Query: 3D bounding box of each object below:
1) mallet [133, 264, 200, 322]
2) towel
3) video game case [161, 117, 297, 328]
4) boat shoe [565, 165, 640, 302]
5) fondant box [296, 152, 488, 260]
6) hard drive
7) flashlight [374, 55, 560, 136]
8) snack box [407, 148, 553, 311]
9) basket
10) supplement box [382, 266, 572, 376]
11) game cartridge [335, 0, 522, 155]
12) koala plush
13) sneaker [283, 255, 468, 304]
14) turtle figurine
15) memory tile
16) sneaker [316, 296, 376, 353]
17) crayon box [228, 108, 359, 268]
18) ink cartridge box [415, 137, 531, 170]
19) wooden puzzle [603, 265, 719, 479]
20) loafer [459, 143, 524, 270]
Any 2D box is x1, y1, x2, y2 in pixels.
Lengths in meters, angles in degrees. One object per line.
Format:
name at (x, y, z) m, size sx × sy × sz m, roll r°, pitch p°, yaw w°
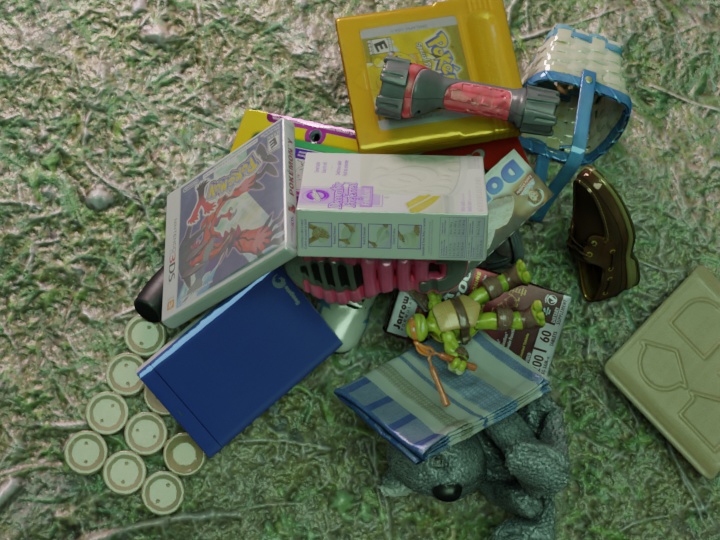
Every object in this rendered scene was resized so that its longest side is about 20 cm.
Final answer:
mallet at (-0.163, 0.064, 1.552) m, size 0.199 × 0.041 × 0.066 m, roll 29°, pitch 57°, yaw -5°
towel at (0.090, 0.126, 1.447) m, size 0.199 × 0.024 × 0.147 m, roll -25°, pitch 44°, yaw -32°
video game case at (-0.148, -0.053, 1.490) m, size 0.023 × 0.199 × 0.183 m, roll 31°, pitch 43°, yaw -39°
boat shoe at (0.278, -0.035, 1.565) m, size 0.067 × 0.201 × 0.072 m, roll -33°, pitch 46°, yaw -10°
fondant box at (0.035, -0.070, 1.427) m, size 0.198 × 0.145 × 0.059 m, roll 0°, pitch 119°, yaw 2°
hard drive at (-0.135, 0.098, 1.506) m, size 0.200 × 0.025 × 0.132 m, roll -40°, pitch 109°, yaw -6°
flashlight at (0.118, -0.187, 1.469) m, size 0.198 × 0.068 × 0.068 m, roll 11°, pitch 70°, yaw 3°
snack box at (0.125, -0.046, 1.530) m, size 0.200 × 0.024 × 0.072 m, roll -42°, pitch 89°, yaw -3°
basket at (0.244, -0.176, 1.590) m, size 0.138 × 0.176 × 0.201 m, roll 20°, pitch 66°, yaw -4°
supplement box at (0.136, 0.050, 1.574) m, size 0.199 × 0.061 × 0.110 m, roll 17°, pitch 92°, yaw -3°
game cartridge at (0.081, -0.224, 1.531) m, size 0.198 × 0.032 × 0.178 m, roll -10°, pitch 71°, yaw -2°
koala plush at (0.120, 0.208, 1.502) m, size 0.198 × 0.178 × 0.184 m, roll 3°, pitch 40°, yaw -1°
sneaker at (0.015, -0.021, 1.461) m, size 0.198 × 0.079 × 0.096 m, roll -1°, pitch 40°, yaw -5°
turtle figurine at (0.118, 0.057, 1.470) m, size 0.160 × 0.065 × 0.201 m, roll -15°, pitch 53°, yaw -6°
memory tile at (-0.235, 0.165, 1.536) m, size 0.152 × 0.017 × 0.201 m, roll 26°, pitch 75°, yaw -2°
sneaker at (0.000, 0.000, 1.574) m, size 0.071 × 0.072 × 0.201 m, roll 22°, pitch 78°, yaw -4°
crayon box at (-0.065, -0.083, 1.555) m, size 0.199 × 0.058 × 0.174 m, roll 13°, pitch 75°, yaw 19°
ink cartridge box at (0.091, -0.174, 1.585) m, size 0.161 × 0.050 × 0.201 m, roll -27°, pitch 68°, yaw 18°
wooden puzzle at (0.412, 0.123, 1.619) m, size 0.200 × 0.046 × 0.185 m, roll -43°, pitch 87°, yaw -18°
loafer at (0.137, -0.097, 1.615) m, size 0.063 × 0.072 × 0.201 m, roll -19°, pitch 84°, yaw -7°
